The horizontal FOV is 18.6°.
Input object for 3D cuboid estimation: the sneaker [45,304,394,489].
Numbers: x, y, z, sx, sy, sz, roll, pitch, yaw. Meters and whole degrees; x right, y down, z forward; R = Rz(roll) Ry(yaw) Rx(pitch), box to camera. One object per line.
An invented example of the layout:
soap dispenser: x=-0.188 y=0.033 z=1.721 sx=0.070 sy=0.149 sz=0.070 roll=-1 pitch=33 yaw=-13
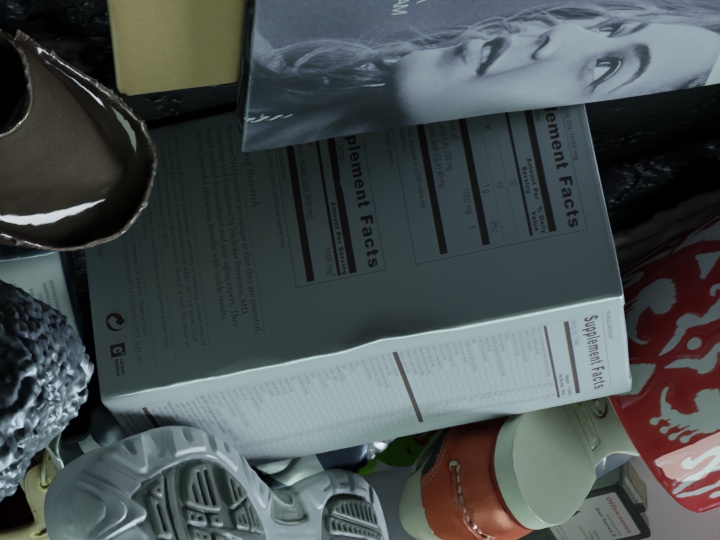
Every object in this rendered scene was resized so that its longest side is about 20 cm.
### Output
sneaker: x=-0.061 y=0.042 z=0.984 sx=0.198 sy=0.079 sz=0.130 roll=-35 pitch=119 yaw=-10

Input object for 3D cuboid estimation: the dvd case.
dvd case: x=0.058 y=-0.093 z=0.753 sx=0.198 sy=0.016 sz=0.149 roll=-10 pitch=157 yaw=-10

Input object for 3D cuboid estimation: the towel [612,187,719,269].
towel: x=0.169 y=0.019 z=1.087 sx=0.199 sy=0.033 sz=0.190 roll=-25 pitch=153 yaw=32

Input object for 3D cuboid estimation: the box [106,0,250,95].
box: x=-0.004 y=-0.123 z=0.704 sx=0.162 sy=0.021 sz=0.200 roll=-8 pitch=156 yaw=-6

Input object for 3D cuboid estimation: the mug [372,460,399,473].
mug: x=0.057 y=0.147 z=1.245 sx=0.148 sy=0.188 sz=0.153 roll=15 pitch=158 yaw=27

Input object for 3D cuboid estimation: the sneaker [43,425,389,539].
sneaker: x=-0.071 y=0.117 z=0.879 sx=0.099 sy=0.079 sz=0.200 roll=-17 pitch=158 yaw=27

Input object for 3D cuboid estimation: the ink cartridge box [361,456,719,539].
ink cartridge box: x=0.071 y=0.152 z=1.048 sx=0.198 sy=0.084 sz=0.146 roll=-9 pitch=147 yaw=-25

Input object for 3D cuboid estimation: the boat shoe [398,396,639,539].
boat shoe: x=0.084 y=0.069 z=0.973 sx=0.062 sy=0.072 sz=0.200 roll=-22 pitch=-174 yaw=32

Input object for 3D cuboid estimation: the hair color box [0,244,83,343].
hair color box: x=-0.213 y=0.002 z=0.850 sx=0.198 sy=0.061 sz=0.099 roll=-9 pitch=156 yaw=-5

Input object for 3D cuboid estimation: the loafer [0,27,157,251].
loafer: x=-0.132 y=-0.048 z=0.725 sx=0.071 sy=0.074 sz=0.199 roll=21 pitch=179 yaw=38

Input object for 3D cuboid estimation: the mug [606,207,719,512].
mug: x=0.215 y=0.022 z=0.929 sx=0.199 sy=0.134 sz=0.177 roll=-29 pitch=136 yaw=19

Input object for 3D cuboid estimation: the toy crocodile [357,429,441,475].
toy crocodile: x=0.017 y=0.076 z=1.098 sx=0.198 sy=0.062 sz=0.067 roll=3 pitch=162 yaw=24

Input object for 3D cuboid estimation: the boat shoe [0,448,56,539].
boat shoe: x=-0.143 y=0.098 z=1.080 sx=0.066 sy=0.074 sz=0.200 roll=21 pitch=135 yaw=-39

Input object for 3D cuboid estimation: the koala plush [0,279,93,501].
koala plush: x=-0.209 y=0.016 z=0.717 sx=0.184 sy=0.201 sz=0.177 roll=-40 pitch=-169 yaw=-20

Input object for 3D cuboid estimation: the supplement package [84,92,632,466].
supplement package: x=0.000 y=0.000 z=0.871 sx=0.198 sy=0.110 sz=0.114 roll=-11 pitch=157 yaw=4
